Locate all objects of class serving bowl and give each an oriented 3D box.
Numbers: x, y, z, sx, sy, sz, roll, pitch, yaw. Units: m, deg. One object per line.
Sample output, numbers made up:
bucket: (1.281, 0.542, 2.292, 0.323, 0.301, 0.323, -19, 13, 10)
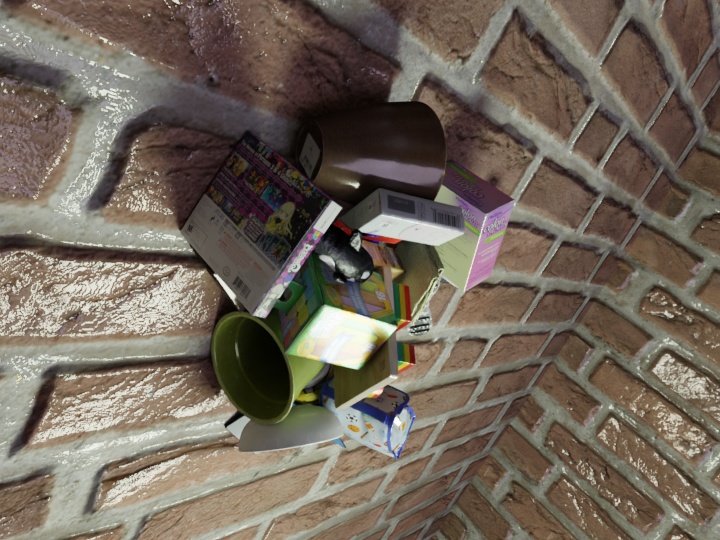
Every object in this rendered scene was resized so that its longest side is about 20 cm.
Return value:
serving bowl: (-0.130, 0.288, 1.057, 0.195, 0.068, 0.200, -7, 169, -1)

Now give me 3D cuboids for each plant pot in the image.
plant pot: (0.003, -0.179, 0.892, 0.196, 0.187, 0.190, -4, 127, -34)
plant pot: (-0.136, 0.144, 1.035, 0.189, 0.198, 0.204, -23, 141, -52)

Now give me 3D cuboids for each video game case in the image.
video game case: (-0.144, -0.069, 0.779, 0.183, 0.199, 0.036, -54, 149, 6)

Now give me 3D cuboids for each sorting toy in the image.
sorting toy: (0.024, 0.131, 1.040, 0.068, 0.204, 0.199, 13, 147, -27)

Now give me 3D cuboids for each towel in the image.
towel: (0.109, -0.005, 1.161, 0.036, 0.202, 0.150, 12, 127, -20)

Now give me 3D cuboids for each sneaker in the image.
sneaker: (0.128, 0.046, 1.268, 0.073, 0.082, 0.204, -2, 124, -15)

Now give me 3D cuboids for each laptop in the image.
laptop: (-0.158, 0.363, 1.234, 0.197, 0.117, 0.189, -30, 144, -8)

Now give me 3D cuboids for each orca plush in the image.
orca plush: (-0.032, -0.055, 0.861, 0.070, 0.106, 0.200, -30, 118, 23)

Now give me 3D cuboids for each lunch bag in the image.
lunch bag: (0.016, 0.287, 1.158, 0.126, 0.167, 0.201, -65, 158, -17)

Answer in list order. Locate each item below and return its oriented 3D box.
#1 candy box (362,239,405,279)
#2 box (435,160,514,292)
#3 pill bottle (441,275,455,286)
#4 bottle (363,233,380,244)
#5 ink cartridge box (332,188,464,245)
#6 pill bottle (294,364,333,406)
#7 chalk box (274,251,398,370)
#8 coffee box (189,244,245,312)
candy box: (0.000, 0.000, 1.084, 0.114, 0.056, 0.199, -30, 165, 19)
box: (0.209, -0.096, 1.205, 0.095, 0.175, 0.203, -25, 139, -32)
pill bottle: (0.274, -0.060, 1.387, 0.103, 0.104, 0.203, 13, 112, -54)
bottle: (0.071, -0.126, 1.105, 0.199, 0.065, 0.084, -39, 157, -17)
ink cartridge box: (0.048, -0.064, 0.926, 0.159, 0.059, 0.199, 8, 157, -29)
pill bottle: (-0.102, 0.238, 1.213, 0.112, 0.112, 0.202, -38, 145, -17)
chalk box: (-0.059, 0.063, 0.927, 0.197, 0.125, 0.125, 17, 127, -33)
coffee box: (-0.153, -0.048, 0.897, 0.199, 0.080, 0.114, -42, 147, -14)
